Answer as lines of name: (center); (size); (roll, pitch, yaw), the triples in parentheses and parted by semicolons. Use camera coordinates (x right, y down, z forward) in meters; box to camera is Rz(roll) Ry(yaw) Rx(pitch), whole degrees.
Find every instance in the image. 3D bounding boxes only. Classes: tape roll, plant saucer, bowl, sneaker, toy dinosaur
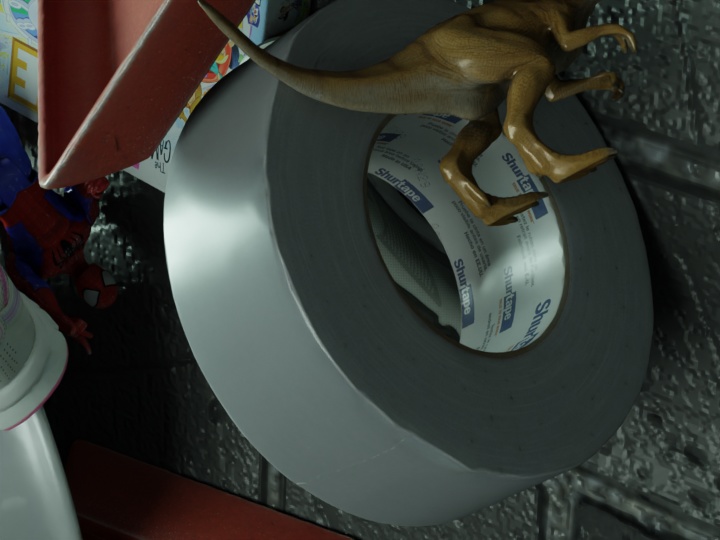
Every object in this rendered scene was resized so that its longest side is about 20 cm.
tape roll: (0.022, -0.006, 0.980); (0.066, 0.200, 0.201); (-29, 90, 44)
plant saucer: (-0.061, -0.146, 0.984); (0.037, 0.200, 0.200); (27, 113, -21)
bowl: (-0.209, 0.082, 1.237); (0.201, 0.090, 0.203); (159, 90, -76)
sneaker: (-0.218, -0.014, 1.131); (0.199, 0.082, 0.088); (34, 165, 18)
plant saucer: (-0.080, 0.205, 1.283); (0.199, 0.037, 0.201); (16, 120, 36)
sneaker: (0.000, 0.000, 1.075); (0.074, 0.079, 0.201); (-28, 106, 38)
toy dinosaur: (0.038, -0.072, 0.947); (0.107, 0.199, 0.060); (64, 153, 8)

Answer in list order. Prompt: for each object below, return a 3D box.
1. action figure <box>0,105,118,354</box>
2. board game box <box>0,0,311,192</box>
action figure: (-0.161, -0.040, 1.170); (0.099, 0.065, 0.200); (32, 164, 49)
board game box: (-0.113, -0.120, 1.158); (0.199, 0.034, 0.135); (28, 126, 28)
